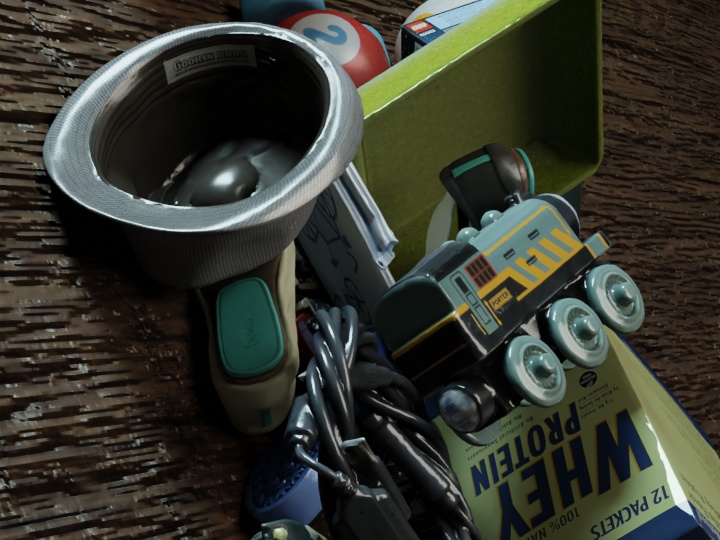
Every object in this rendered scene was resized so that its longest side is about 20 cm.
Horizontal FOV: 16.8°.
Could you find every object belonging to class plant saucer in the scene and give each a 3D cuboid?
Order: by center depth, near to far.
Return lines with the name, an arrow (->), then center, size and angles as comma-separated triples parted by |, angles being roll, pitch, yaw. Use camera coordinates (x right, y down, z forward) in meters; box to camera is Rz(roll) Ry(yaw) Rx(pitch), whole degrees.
plant saucer -> 0.068, -0.092, 1.594 | 0.048, 0.200, 0.200 | 45, -21, 32

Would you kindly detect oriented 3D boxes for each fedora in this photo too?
fedora -> -0.087, -0.057, 1.425 | 0.090, 0.176, 0.200 | 86, 23, -43

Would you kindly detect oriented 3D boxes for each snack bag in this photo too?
snack bag -> 0.000, 0.000, 1.562 | 0.200, 0.021, 0.189 | 62, -12, 5

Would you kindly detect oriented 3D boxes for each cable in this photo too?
cable -> 0.013, 0.115, 1.357 | 0.200, 0.051, 0.163 | 55, 19, -38

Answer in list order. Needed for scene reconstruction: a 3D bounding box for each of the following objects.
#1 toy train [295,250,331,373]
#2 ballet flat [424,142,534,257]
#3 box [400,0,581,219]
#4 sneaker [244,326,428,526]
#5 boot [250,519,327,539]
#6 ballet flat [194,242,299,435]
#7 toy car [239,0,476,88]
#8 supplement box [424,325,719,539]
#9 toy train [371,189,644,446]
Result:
toy train -> -0.033, 0.045, 1.542 | 0.046, 0.034, 0.200 | -33, 94, -51
ballet flat -> 0.073, 0.002, 1.606 | 0.068, 0.068, 0.200 | -122, -156, -49
box -> 0.093, -0.094, 1.697 | 0.038, 0.136, 0.200 | 37, -42, 43
sneaker -> -0.004, 0.109, 1.445 | 0.078, 0.070, 0.200 | 53, 30, -13
boot -> -0.045, 0.198, 1.244 | 0.204, 0.073, 0.154 | 41, 24, -56
ballet flat -> -0.066, 0.017, 1.468 | 0.069, 0.069, 0.200 | 44, 28, -37
toy car -> 0.040, -0.147, 1.734 | 0.177, 0.200, 0.185 | 36, 30, -48
supplement box -> 0.168, 0.167, 1.580 | 0.200, 0.134, 0.200 | 45, 17, -45
toy train -> 0.092, 0.023, 1.472 | 0.114, 0.085, 0.200 | 55, 41, -2
